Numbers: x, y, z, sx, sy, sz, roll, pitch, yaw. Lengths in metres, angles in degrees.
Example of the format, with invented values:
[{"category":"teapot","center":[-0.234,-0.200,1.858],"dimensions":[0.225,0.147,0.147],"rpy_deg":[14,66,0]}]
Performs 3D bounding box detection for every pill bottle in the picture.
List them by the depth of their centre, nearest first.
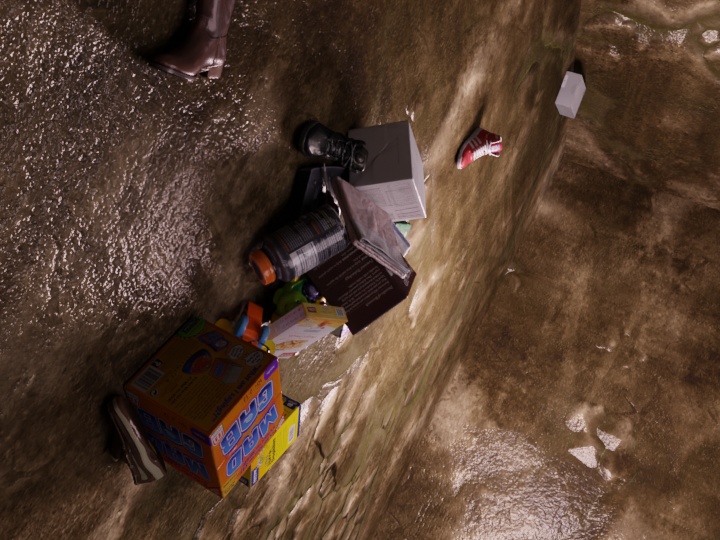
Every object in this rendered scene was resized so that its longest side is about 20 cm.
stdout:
[{"category":"pill bottle","center":[-0.131,-0.047,1.593],"dimensions":[0.198,0.106,0.107],"rpy_deg":[-30,144,-19]}]

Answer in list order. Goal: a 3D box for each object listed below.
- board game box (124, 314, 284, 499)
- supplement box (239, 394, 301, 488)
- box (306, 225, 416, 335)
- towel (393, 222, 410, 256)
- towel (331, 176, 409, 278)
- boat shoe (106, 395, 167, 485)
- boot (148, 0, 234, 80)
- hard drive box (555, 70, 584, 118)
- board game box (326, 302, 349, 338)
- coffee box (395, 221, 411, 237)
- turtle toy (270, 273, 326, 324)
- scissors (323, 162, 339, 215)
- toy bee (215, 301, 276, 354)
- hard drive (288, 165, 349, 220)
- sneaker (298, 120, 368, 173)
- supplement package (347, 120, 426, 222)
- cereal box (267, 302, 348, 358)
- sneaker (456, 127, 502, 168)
[{"category":"board game box","center":[-0.282,0.251,1.436],"dimensions":[0.200,0.197,0.202],"rpy_deg":[-48,151,-38]},{"category":"supplement box","center":[-0.236,0.382,1.791],"dimensions":[0.200,0.107,0.111],"rpy_deg":[-43,148,-47]},{"category":"box","center":[0.000,0.000,1.763],"dimensions":[0.163,0.201,0.166],"rpy_deg":[-36,-172,20]},{"category":"towel","center":[0.044,-0.062,2.032],"dimensions":[0.024,0.147,0.200],"rpy_deg":[-30,-166,48]},{"category":"towel","center":[0.024,-0.096,1.685],"dimensions":[0.032,0.193,0.199],"rpy_deg":[-34,141,20]},{"category":"boat shoe","center":[-0.411,0.311,1.361],"dimensions":[0.074,0.075,0.205],"rpy_deg":[-23,125,-10]},{"category":"boot","center":[-0.237,-0.388,1.131],"dimensions":[0.186,0.063,0.203],"rpy_deg":[-48,157,-69]},{"category":"hard drive box","center":[0.984,-0.820,3.603],"dimensions":[0.159,0.076,0.199],"rpy_deg":[-69,159,2]},{"category":"board game box","center":[-0.035,0.079,1.991],"dimensions":[0.199,0.104,0.105],"rpy_deg":[-29,137,-56]},{"category":"coffee box","center":[0.079,-0.047,2.225],"dimensions":[0.123,0.043,0.204],"rpy_deg":[-5,114,-66]},{"category":"turtle toy","center":[-0.136,0.073,1.749],"dimensions":[0.199,0.100,0.148],"rpy_deg":[-1,112,-67]},{"category":"scissors","center":[-0.067,-0.164,1.700],"dimensions":[0.073,0.014,0.203],"rpy_deg":[-44,147,-43]},{"category":"toy bee","center":[-0.240,0.146,1.551],"dimensions":[0.110,0.130,0.200],"rpy_deg":[-57,178,15]},{"category":"hard drive","center":[-0.090,-0.170,1.712],"dimensions":[0.199,0.042,0.137],"rpy_deg":[-14,123,-64]},{"category":"sneaker","center":[-0.051,-0.261,1.630],"dimensions":[0.199,0.113,0.078],"rpy_deg":[5,105,-65]},{"category":"supplement package","center":[0.065,-0.225,1.817],"dimensions":[0.200,0.148,0.155],"rpy_deg":[58,28,-64]},{"category":"cereal box","center":[-0.143,0.135,1.677],"dimensions":[0.199,0.040,0.143],"rpy_deg":[-34,155,30]},{"category":"sneaker","center":[0.403,-0.399,2.570],"dimensions":[0.201,0.111,0.072],"rpy_deg":[-53,154,-32]}]
